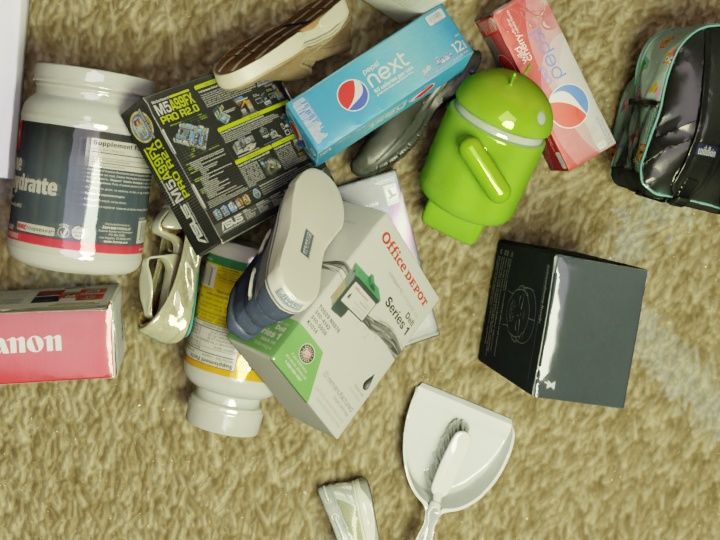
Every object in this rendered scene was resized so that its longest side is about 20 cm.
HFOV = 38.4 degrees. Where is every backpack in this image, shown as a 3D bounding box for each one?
[{"bbox_3d":[0.383,-0.177,1.173,0.174,0.153,0.202,11,104,-13],"label":"backpack"}]

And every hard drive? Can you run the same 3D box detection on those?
[{"bbox_3d":[-0.425,-0.205,1.093,0.130,0.025,0.203,5,95,-11],"label":"hard drive"}]

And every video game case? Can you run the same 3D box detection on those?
[{"bbox_3d":[0.000,0.000,1.194,0.141,0.019,0.202,-17,98,-8],"label":"video game case"}]

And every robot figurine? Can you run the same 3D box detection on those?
[{"bbox_3d":[0.137,-0.131,1.136,0.115,0.175,0.202,27,117,9],"label":"robot figurine"}]

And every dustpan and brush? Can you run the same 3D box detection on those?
[{"bbox_3d":[0.094,0.253,1.214,0.138,0.057,0.202,22,92,-12],"label":"dustpan and brush"}]

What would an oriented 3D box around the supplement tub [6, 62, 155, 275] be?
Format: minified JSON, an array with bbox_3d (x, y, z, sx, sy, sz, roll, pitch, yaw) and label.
[{"bbox_3d":[-0.286,-0.103,1.070,0.139,0.140,0.203,7,95,-10],"label":"supplement tub"}]

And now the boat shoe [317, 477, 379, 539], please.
[{"bbox_3d":[-0.006,0.346,1.204,0.064,0.074,0.205,-8,93,-3],"label":"boat shoe"}]

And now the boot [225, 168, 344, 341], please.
[{"bbox_3d":[-0.079,-0.021,1.032,0.090,0.201,0.073,-32,115,32],"label":"boot"}]

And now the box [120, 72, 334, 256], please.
[{"bbox_3d":[-0.131,-0.125,1.075,0.200,0.044,0.161,-35,97,-49],"label":"box"}]

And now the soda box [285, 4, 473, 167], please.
[{"bbox_3d":[0.018,-0.194,1.091,0.199,0.068,0.065,-33,87,-7],"label":"soda box"}]

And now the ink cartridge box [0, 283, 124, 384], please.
[{"bbox_3d":[-0.349,0.069,1.060,0.197,0.176,0.085,-3,96,-9],"label":"ink cartridge box"}]

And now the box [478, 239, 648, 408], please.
[{"bbox_3d":[0.218,0.053,1.145,0.106,0.200,0.150,9,95,-10],"label":"box"}]

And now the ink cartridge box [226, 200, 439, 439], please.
[{"bbox_3d":[-0.023,0.048,1.089,0.201,0.084,0.147,-52,132,-20],"label":"ink cartridge box"}]

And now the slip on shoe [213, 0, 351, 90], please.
[{"bbox_3d":[-0.075,-0.228,1.097,0.200,0.075,0.061,-47,129,-43],"label":"slip on shoe"}]

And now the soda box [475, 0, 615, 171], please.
[{"bbox_3d":[0.213,-0.217,1.185,0.070,0.063,0.201,-30,101,-5],"label":"soda box"}]

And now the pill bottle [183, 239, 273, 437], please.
[{"bbox_3d":[-0.131,0.073,1.130,0.111,0.113,0.203,13,93,-11],"label":"pill bottle"}]

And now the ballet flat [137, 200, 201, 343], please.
[{"bbox_3d":[-0.200,-0.023,1.110,0.062,0.067,0.203,15,76,-39],"label":"ballet flat"}]

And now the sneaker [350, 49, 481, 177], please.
[{"bbox_3d":[0.047,-0.191,1.161,0.091,0.076,0.201,40,79,-5],"label":"sneaker"}]

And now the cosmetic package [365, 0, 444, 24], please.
[{"bbox_3d":[0.038,-0.379,1.067,0.165,0.200,0.169,30,90,-12],"label":"cosmetic package"}]
